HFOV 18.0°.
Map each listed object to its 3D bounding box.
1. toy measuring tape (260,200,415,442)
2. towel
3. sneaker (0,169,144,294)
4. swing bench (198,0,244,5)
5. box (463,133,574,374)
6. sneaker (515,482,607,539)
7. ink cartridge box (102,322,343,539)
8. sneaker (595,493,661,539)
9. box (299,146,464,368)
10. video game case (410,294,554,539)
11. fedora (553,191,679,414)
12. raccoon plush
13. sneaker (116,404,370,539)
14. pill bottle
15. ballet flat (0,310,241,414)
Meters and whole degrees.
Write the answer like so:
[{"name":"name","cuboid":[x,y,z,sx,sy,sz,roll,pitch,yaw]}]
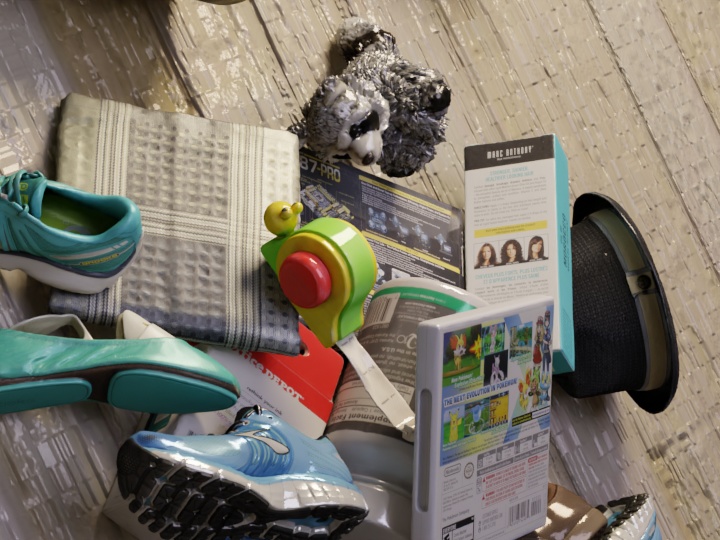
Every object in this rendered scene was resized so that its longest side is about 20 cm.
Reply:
[{"name":"toy measuring tape","cuboid":[-0.001,0.028,1.638,0.200,0.074,0.074,53,43,5]},{"name":"towel","cuboid":[-0.135,-0.034,1.681,0.192,0.035,0.201,9,56,-14]},{"name":"sneaker","cuboid":[-0.247,-0.045,1.571,0.199,0.080,0.078,10,57,-16]},{"name":"swing bench","cuboid":[-0.186,-0.305,1.740,0.198,0.130,0.201,8,71,-43]},{"name":"box","cuboid":[0.132,-0.012,1.904,0.049,0.082,0.201,52,35,-59]},{"name":"sneaker","cuboid":[0.110,0.243,1.790,0.075,0.071,0.200,36,51,20]},{"name":"ink cartridge box","cuboid":[-0.096,0.120,1.671,0.116,0.067,0.200,40,48,-23]},{"name":"sneaker","cuboid":[0.206,0.270,1.883,0.200,0.078,0.090,-42,107,-45]},{"name":"box","cuboid":[0.000,0.000,1.836,0.200,0.049,0.162,19,61,-38]},{"name":"video game case","cuboid":[0.092,0.118,1.688,0.200,0.022,0.183,-10,104,-60]},{"name":"fedora","cuboid":[0.197,0.037,1.962,0.091,0.201,0.201,-17,82,-13]},{"name":"raccoon plush","cuboid":[-0.021,-0.143,1.844,0.134,0.097,0.200,10,21,-35]},{"name":"sneaker","cuboid":[-0.089,0.138,1.585,0.200,0.078,0.090,15,45,-40]},{"name":"pill bottle","cuboid":[0.033,0.116,1.721,0.113,0.113,0.201,34,61,-29]},{"name":"ballet flat","cuboid":[-0.181,0.060,1.577,0.199,0.067,0.071,0,62,-15]}]
